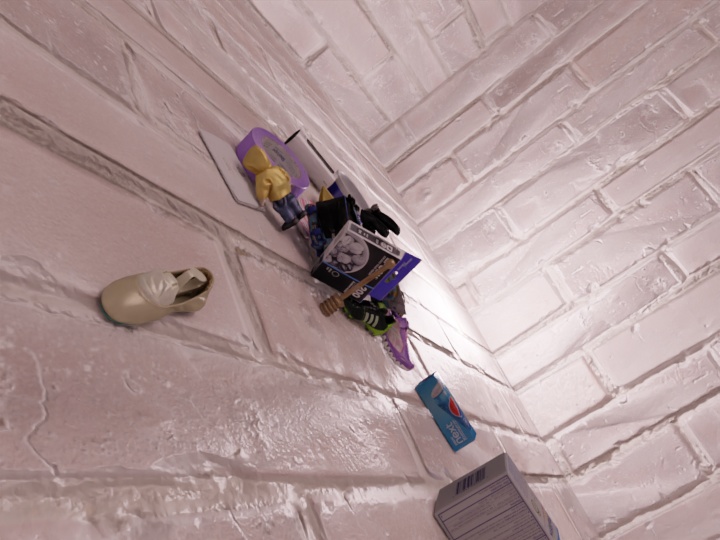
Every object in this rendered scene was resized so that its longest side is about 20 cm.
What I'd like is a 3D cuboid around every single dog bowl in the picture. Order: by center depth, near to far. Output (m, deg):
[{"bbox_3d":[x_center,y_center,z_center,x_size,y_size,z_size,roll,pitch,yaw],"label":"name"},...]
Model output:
[{"bbox_3d":[-0.047,-0.254,2.060,0.201,0.078,0.201,50,15,-19],"label":"dog bowl"}]

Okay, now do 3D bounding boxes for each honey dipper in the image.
[{"bbox_3d":[-0.004,0.035,1.290,0.038,0.198,0.038,50,14,-18],"label":"honey dipper"}]

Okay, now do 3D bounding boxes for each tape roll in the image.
[{"bbox_3d":[-0.222,-0.269,1.481,0.200,0.065,0.201,44,21,-21],"label":"tape roll"}]

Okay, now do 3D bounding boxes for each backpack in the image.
[{"bbox_3d":[-0.054,-0.072,1.453,0.183,0.132,0.204,18,59,-86],"label":"backpack"}]

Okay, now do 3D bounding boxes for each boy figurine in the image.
[{"bbox_3d":[-0.206,-0.192,1.347,0.201,0.064,0.125,55,42,-17],"label":"boy figurine"}]

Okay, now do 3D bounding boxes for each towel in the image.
[{"bbox_3d":[-0.145,-0.147,1.590,0.148,0.030,0.200,58,14,11],"label":"towel"}]

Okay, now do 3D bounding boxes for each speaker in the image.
[{"bbox_3d":[-0.166,-0.363,1.908,0.201,0.081,0.082,49,15,-22],"label":"speaker"}]

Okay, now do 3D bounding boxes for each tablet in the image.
[{"bbox_3d":[-0.288,-0.226,1.318,0.202,0.014,0.130,60,14,14],"label":"tablet"}]

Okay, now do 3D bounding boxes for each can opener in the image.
[{"bbox_3d":[0.049,-0.109,1.351,0.200,0.062,0.080,-147,-141,-68],"label":"can opener"}]

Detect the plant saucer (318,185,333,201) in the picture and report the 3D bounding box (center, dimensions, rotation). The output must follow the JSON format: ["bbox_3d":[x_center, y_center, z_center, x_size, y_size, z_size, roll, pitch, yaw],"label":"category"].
[{"bbox_3d":[-0.071,-0.149,1.789,0.201,0.048,0.201,50,12,-19],"label":"plant saucer"}]

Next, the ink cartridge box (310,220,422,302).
[{"bbox_3d":[0.010,-0.005,1.339,0.197,0.198,0.044,26,48,-15],"label":"ink cartridge box"}]

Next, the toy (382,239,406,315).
[{"bbox_3d":[0.050,0.018,1.478,0.115,0.047,0.204,16,-58,62],"label":"toy"}]

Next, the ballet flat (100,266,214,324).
[{"bbox_3d":[-0.253,0.023,0.756,0.070,0.069,0.200,56,14,5],"label":"ballet flat"}]

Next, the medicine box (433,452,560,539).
[{"bbox_3d":[0.280,0.517,1.185,0.202,0.181,0.103,56,14,3],"label":"medicine box"}]

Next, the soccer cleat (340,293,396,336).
[{"bbox_3d":[0.019,0.100,1.466,0.200,0.080,0.068,41,19,-46],"label":"soccer cleat"}]

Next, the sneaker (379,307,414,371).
[{"bbox_3d":[0.100,0.172,1.567,0.202,0.088,0.080,62,14,19],"label":"sneaker"}]

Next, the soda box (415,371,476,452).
[{"bbox_3d":[0.232,0.382,1.572,0.202,0.067,0.064,57,14,7],"label":"soda box"}]

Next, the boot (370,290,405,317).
[{"bbox_3d":[0.077,0.049,1.757,0.150,0.072,0.204,34,39,-59],"label":"boot"}]
